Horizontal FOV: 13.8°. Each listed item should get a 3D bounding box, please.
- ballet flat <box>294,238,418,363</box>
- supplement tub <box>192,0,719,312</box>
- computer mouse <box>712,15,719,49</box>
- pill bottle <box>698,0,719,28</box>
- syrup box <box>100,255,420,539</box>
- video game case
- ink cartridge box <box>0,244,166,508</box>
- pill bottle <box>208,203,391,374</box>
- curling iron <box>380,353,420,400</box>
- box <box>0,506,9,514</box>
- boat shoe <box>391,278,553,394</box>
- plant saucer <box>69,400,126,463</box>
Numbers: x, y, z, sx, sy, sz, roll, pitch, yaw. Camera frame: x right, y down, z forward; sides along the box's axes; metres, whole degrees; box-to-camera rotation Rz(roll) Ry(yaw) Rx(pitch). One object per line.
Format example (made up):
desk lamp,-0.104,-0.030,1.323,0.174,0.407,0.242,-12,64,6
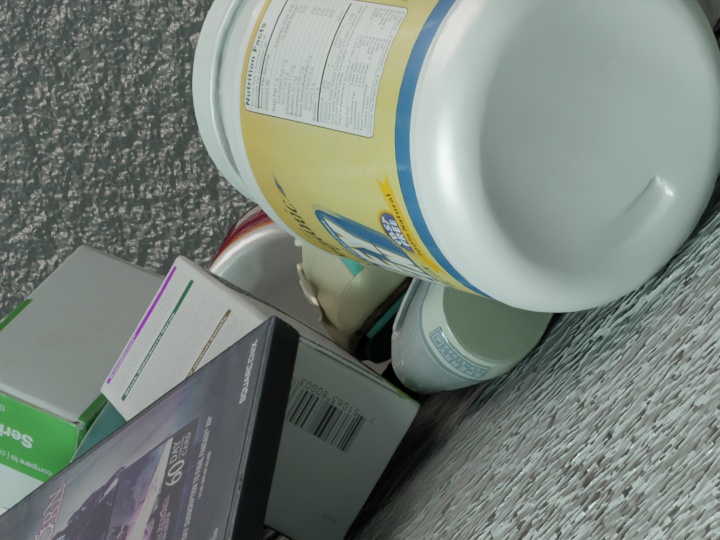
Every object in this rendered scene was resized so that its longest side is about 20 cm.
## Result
ballet flat,0.000,0.000,1.394,0.069,0.069,0.200,-47,-5,-5
supplement tub,0.035,-0.068,1.194,0.145,0.145,0.200,-48,31,-17
computer mouse,0.172,-0.098,1.266,0.140,0.046,0.200,-48,7,43
pill bottle,0.095,-0.108,1.419,0.200,0.114,0.114,-34,4,-4
syrup box,-0.050,0.057,1.347,0.082,0.079,0.200,-60,18,1
video game case,-0.104,0.118,1.218,0.200,0.019,0.143,-35,29,34
ink cartridge box,-0.164,0.111,1.638,0.147,0.083,0.200,-49,-23,-52
pill bottle,-0.028,0.016,1.612,0.114,0.114,0.200,-46,4,8
curling iron,0.030,0.041,1.417,0.200,0.026,0.050,-48,3,-12
box,-0.179,0.204,1.404,0.200,0.082,0.049,-59,-32,-39
boat shoe,0.071,-0.023,1.319,0.071,0.070,0.201,-31,18,52
plant saucer,-0.127,0.138,1.589,0.200,0.027,0.200,-60,-14,-27
